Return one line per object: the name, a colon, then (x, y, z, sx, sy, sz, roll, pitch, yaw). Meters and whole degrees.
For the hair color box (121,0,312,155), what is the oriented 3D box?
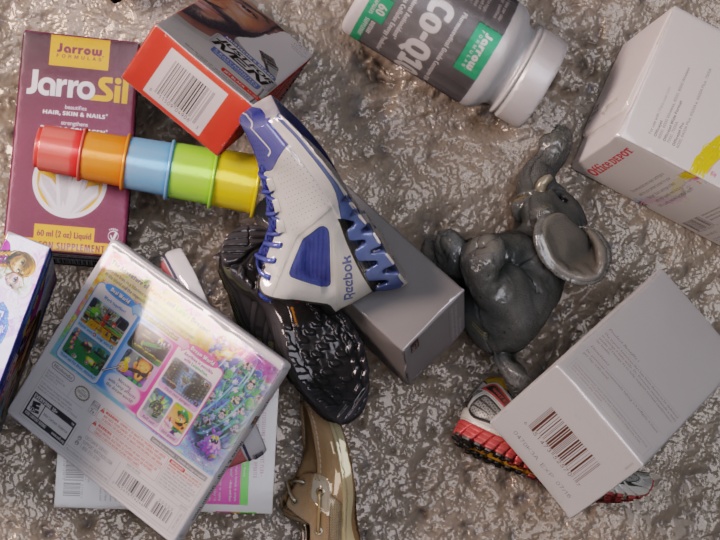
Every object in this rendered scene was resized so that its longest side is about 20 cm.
hair color box: (-0.125, -0.186, 1.373, 0.111, 0.200, 0.064, 39, 113, -3)

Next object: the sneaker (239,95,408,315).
sneaker: (-0.056, -0.036, 1.277, 0.115, 0.081, 0.200, -34, 111, 4)

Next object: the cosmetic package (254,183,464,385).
cosmetic package: (0.000, 0.000, 1.388, 0.200, 0.107, 0.090, 40, 76, 15)

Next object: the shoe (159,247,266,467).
shoe: (-0.160, 0.087, 1.348, 0.090, 0.071, 0.202, -22, 86, -5)

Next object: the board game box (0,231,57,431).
board game box: (-0.314, 0.081, 1.302, 0.041, 0.199, 0.202, 20, 80, -7)

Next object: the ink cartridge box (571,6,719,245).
ink cartridge box: (0.335, -0.132, 1.469, 0.199, 0.147, 0.146, 26, 79, -6)

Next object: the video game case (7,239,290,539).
video game case: (-0.185, 0.102, 1.311, 0.199, 0.024, 0.183, 34, 94, 18)

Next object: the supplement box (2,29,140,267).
supplement box: (-0.263, -0.108, 1.394, 0.109, 0.086, 0.202, 4, 81, -9)

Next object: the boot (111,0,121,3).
boot: (-0.235, -0.372, 1.442, 0.162, 0.073, 0.199, 38, 71, -5)

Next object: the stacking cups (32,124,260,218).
stacking cups: (-0.185, -0.096, 1.332, 0.198, 0.061, 0.061, 12, 80, -4)

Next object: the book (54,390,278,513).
book: (-0.177, 0.154, 1.395, 0.198, 0.048, 0.135, 4, 83, -7)

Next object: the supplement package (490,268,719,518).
supplement package: (0.235, 0.110, 1.387, 0.117, 0.117, 0.200, 49, 47, 8)

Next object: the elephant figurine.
elephant figurine: (0.169, -0.019, 1.439, 0.199, 0.141, 0.156, -28, 123, -24)

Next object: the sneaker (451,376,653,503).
sneaker: (0.191, 0.163, 1.440, 0.199, 0.078, 0.083, 25, 75, -7)

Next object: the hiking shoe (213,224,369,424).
hiking shoe: (-0.062, 0.052, 1.383, 0.075, 0.101, 0.201, -32, 89, -18)

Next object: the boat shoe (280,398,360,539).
boat shoe: (-0.040, 0.212, 1.396, 0.064, 0.071, 0.202, -8, 85, -11)

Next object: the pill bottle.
pill bottle: (0.092, -0.229, 1.457, 0.199, 0.113, 0.114, 30, 78, -4)
